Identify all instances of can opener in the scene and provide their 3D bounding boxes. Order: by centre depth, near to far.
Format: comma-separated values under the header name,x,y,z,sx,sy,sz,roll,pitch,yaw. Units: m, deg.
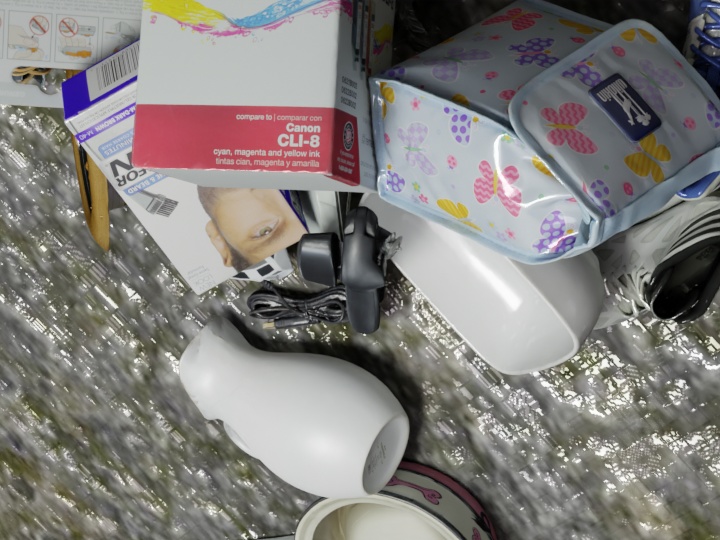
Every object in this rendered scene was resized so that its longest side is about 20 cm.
name,x,y,z,sx,sy,sz,roll,pitch,yaw
can opener,0.000,0.000,1.336,0.079,0.063,0.200,14,165,12

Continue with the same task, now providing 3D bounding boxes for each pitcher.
name,x,y,z,sx,sy,sz,roll,pitch,yaw
pitcher,-0.056,0.143,1.482,0.200,0.121,0.172,22,149,26

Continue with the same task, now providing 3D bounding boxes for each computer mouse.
name,x,y,z,sx,sy,sz,roll,pitch,yaw
computer mouse,-0.092,-0.022,1.407,0.110,0.044,0.200,-6,136,37

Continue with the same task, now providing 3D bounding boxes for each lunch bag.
name,x,y,z,sx,sy,sz,roll,pitch,yaw
lunch bag,0.133,-0.096,1.095,0.200,0.169,0.127,29,136,37

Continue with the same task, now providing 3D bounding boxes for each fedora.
name,x,y,z,sx,sy,sz,roll,pitch,yaw
fedora,-0.202,-0.113,1.377,0.082,0.201,0.201,-8,125,-13

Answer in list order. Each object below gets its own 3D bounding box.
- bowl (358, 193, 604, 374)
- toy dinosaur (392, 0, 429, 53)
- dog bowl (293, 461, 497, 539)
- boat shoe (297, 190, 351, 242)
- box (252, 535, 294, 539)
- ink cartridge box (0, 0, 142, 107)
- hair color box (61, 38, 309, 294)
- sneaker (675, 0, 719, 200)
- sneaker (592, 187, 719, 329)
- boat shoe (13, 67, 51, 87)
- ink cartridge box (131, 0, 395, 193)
name,x,y,z,sx,sy,sz,roll,pitch,yaw
bowl,0.100,-0.018,1.269,0.200,0.075,0.200,46,162,-3
toy dinosaur,-0.022,-0.179,1.215,0.136,0.102,0.200,-16,117,3
dog bowl,0.042,0.267,1.527,0.200,0.074,0.200,14,126,19
boat shoe,-0.019,-0.105,1.313,0.064,0.071,0.200,-12,119,-15
box,-0.133,0.381,1.610,0.200,0.199,0.131,-12,115,33
ink cartridge box,-0.242,-0.229,1.262,0.047,0.160,0.200,-158,71,-66
hair color box,-0.135,-0.086,1.267,0.109,0.065,0.200,-28,129,8
sneaker,0.257,-0.140,1.137,0.075,0.088,0.200,14,125,21
sneaker,0.213,0.006,1.237,0.076,0.115,0.200,47,130,-7
boat shoe,-0.284,-0.188,1.367,0.200,0.071,0.091,24,135,53
ink cartridge box,-0.062,-0.160,1.115,0.144,0.145,0.200,3,88,16
